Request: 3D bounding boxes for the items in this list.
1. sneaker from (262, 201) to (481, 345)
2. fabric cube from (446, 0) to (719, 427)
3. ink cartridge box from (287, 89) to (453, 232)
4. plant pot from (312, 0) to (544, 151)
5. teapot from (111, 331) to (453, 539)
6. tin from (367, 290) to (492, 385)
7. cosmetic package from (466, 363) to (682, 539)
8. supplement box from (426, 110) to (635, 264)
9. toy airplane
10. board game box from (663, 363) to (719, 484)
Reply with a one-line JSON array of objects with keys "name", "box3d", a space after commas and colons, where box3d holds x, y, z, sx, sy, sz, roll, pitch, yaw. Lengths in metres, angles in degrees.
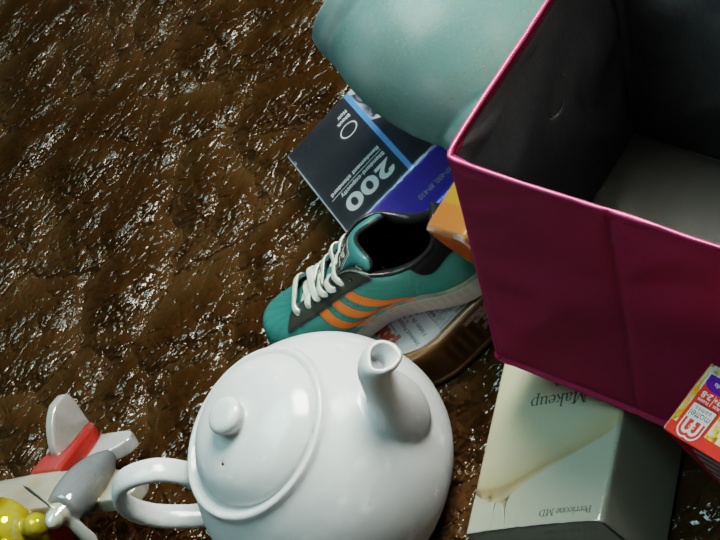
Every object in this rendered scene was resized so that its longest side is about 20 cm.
[{"name": "sneaker", "box3d": [0.000, 0.000, 1.300, 0.199, 0.080, 0.072, -23, 46, 30]}, {"name": "fabric cube", "box3d": [0.189, -0.043, 1.037, 0.199, 0.200, 0.197, 20, 60, 26]}, {"name": "ink cartridge box", "box3d": [0.052, -0.106, 1.441, 0.198, 0.043, 0.200, -46, 38, 5]}, {"name": "plant pot", "box3d": [0.084, -0.161, 1.306, 0.200, 0.200, 0.135, -35, 77, 18]}, {"name": "teapot", "box3d": [-0.048, 0.122, 1.233, 0.197, 0.146, 0.201, 29, 90, 49]}, {"name": "tin", "box3d": [0.077, -0.004, 1.324, 0.200, 0.042, 0.112, -45, 35, 5]}, {"name": "cosmetic package", "box3d": [0.143, 0.086, 1.150, 0.103, 0.073, 0.201, -14, 48, 38]}, {"name": "supplement box", "box3d": [0.127, -0.091, 1.201, 0.201, 0.069, 0.067, -60, 20, -3]}, {"name": "toy airplane", "box3d": [-0.261, 0.179, 1.425, 0.200, 0.141, 0.199, -44, 36, 7]}, {"name": "board game box", "box3d": [0.263, 0.134, 0.916, 0.046, 0.151, 0.200, -52, 36, -5]}]
